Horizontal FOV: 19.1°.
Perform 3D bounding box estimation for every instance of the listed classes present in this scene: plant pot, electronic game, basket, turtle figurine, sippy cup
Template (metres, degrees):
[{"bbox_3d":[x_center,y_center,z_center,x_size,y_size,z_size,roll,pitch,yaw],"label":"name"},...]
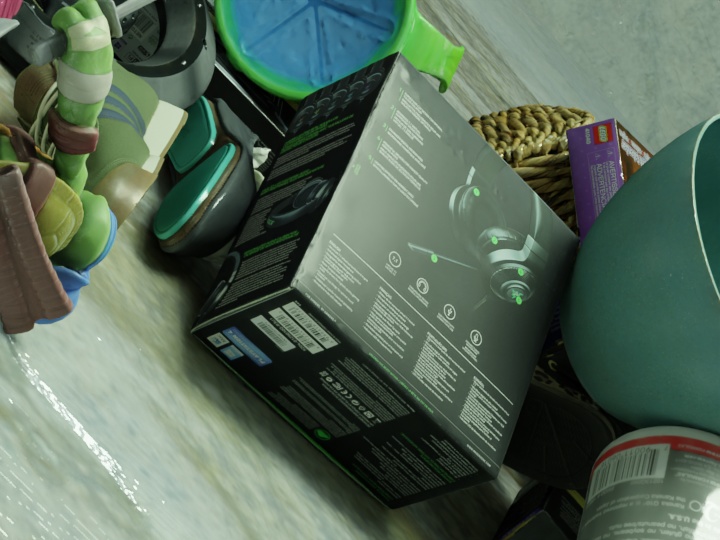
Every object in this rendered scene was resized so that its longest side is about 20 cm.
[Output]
[{"bbox_3d":[0.199,0.023,1.284,0.200,0.134,0.201,31,47,-40],"label":"plant pot"},{"bbox_3d":[-0.170,-0.175,1.307,0.199,0.042,0.201,30,40,-28],"label":"electronic game"},{"bbox_3d":[0.116,-0.032,1.550,0.200,0.142,0.150,-106,-177,-80],"label":"basket"},{"bbox_3d":[-0.181,-0.086,0.951,0.143,0.201,0.193,17,-2,36],"label":"turtle figurine"},{"bbox_3d":[-0.024,-0.175,1.458,0.179,0.139,0.130,60,4,5],"label":"sippy cup"}]

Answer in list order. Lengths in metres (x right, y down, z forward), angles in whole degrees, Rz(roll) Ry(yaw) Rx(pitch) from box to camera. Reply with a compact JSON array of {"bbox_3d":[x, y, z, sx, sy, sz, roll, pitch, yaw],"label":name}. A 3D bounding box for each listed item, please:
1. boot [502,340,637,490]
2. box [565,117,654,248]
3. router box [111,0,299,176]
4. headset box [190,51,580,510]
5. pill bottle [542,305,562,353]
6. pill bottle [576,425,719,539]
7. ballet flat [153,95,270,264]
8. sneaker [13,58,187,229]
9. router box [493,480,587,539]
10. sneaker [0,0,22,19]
[{"bbox_3d":[0.100,0.070,1.382,0.199,0.074,0.150,25,16,26],"label":"boot"},{"bbox_3d":[0.200,-0.007,1.473,0.200,0.039,0.138,30,51,-60],"label":"box"},{"bbox_3d":[-0.106,-0.140,1.469,0.200,0.052,0.157,46,15,-14],"label":"router box"},{"bbox_3d":[0.022,0.001,1.231,0.174,0.092,0.201,43,49,-25],"label":"headset box"},{"bbox_3d":[0.169,0.099,1.555,0.120,0.120,0.200,41,17,-30],"label":"pill bottle"},{"bbox_3d":[0.168,0.197,1.195,0.114,0.113,0.201,42,44,-25],"label":"pill bottle"},{"bbox_3d":[-0.082,-0.047,1.283,0.073,0.073,0.200,44,13,-20],"label":"ballet flat"},{"bbox_3d":[-0.153,-0.071,1.153,0.090,0.067,0.200,38,17,-9],"label":"sneaker"},{"bbox_3d":[0.170,0.222,1.354,0.200,0.052,0.157,50,15,2],"label":"router box"},{"bbox_3d":[-0.225,-0.168,1.157,0.087,0.074,0.200,23,34,-5],"label":"sneaker"}]
